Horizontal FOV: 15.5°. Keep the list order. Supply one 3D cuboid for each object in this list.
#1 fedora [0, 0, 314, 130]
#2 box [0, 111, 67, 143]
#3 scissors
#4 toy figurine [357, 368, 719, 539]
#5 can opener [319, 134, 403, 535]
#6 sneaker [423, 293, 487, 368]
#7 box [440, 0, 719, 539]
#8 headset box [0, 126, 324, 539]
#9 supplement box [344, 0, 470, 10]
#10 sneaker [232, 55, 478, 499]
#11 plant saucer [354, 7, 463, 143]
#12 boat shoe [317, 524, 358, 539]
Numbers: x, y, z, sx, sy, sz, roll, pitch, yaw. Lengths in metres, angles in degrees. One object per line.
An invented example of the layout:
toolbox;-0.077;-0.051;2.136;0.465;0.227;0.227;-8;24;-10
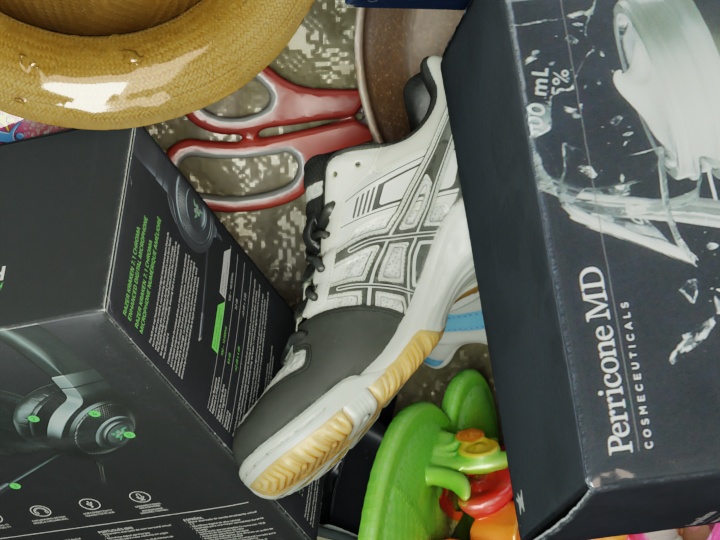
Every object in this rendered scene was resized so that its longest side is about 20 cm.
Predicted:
fedora;-0.108;-0.135;1.018;0.199;0.082;0.202;1;72;-4
box;-0.140;-0.105;1.120;0.099;0.095;0.201;8;95;-8
scissors;0.010;-0.065;1.185;0.199;0.014;0.074;-2;94;-8
toy figurine;0.113;0.117;1.077;0.183;0.200;0.151;0;121;18
can opener;0.001;0.036;1.150;0.078;0.063;0.201;14;111;22
sneaker;0.115;0.004;1.173;0.199;0.077;0.081;1;107;5
box;0.147;-0.015;0.975;0.195;0.124;0.201;-7;75;-10
headset box;-0.130;0.038;1.056;0.173;0.093;0.200;-11;143;23
supplement box;0.097;-0.213;1.005;0.199;0.134;0.201;-1;77;-25
sneaker;0.000;0.000;1.044;0.088;0.076;0.200;39;65;1
plant saucer;0.095;-0.095;1.111;0.199;0.037;0.202;0;92;-4
boat shoe;-0.071;0.129;1.141;0.199;0.060;0.076;6;52;10
